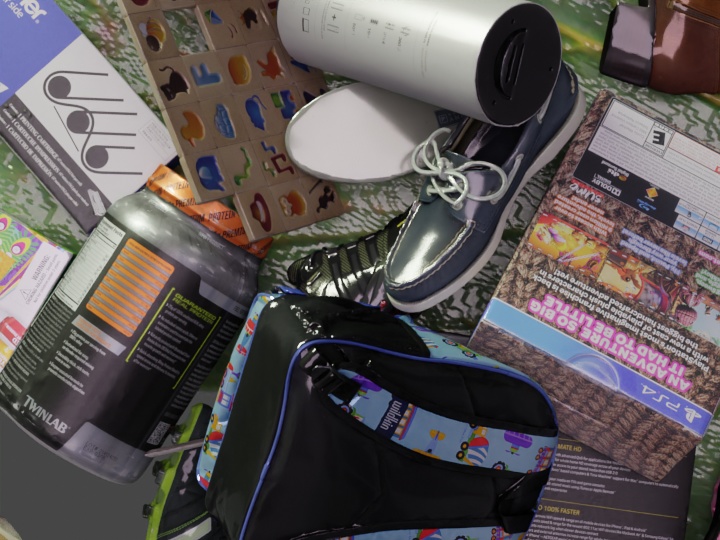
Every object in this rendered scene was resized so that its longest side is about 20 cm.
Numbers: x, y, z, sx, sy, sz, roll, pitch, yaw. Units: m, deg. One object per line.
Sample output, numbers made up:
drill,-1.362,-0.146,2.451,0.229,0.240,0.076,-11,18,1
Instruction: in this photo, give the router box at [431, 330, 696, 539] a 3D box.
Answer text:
router box,0.133,0.129,1.222,0.199,0.051,0.150,9,88,-5

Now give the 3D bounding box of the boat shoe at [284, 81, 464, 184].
boat shoe,0.044,-0.102,1.229,0.200,0.072,0.070,-13,88,-7

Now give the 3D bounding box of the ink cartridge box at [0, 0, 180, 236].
ink cartridge box,-0.224,-0.128,1.248,0.094,0.044,0.200,-42,88,-2

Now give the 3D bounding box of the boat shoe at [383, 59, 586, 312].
boat shoe,0.075,-0.063,1.147,0.200,0.062,0.075,-50,48,-8

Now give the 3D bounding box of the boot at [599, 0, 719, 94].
boot,0.285,-0.204,1.229,0.199,0.068,0.189,12,88,1

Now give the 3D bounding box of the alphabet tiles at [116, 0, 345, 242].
alphabet tiles,-0.079,-0.122,1.201,0.008,0.167,0.201,-24,87,40

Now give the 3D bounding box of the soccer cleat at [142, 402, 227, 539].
soccer cleat,-0.117,0.194,1.233,0.081,0.068,0.201,13,94,-9

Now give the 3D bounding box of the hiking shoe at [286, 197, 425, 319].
hiking shoe,0.000,0.000,1.222,0.100,0.076,0.200,27,72,23

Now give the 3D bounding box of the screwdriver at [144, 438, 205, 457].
screwdriver,-0.053,0.111,1.211,0.199,0.028,0.029,-15,65,-24

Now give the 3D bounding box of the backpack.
backpack,0.016,0.112,1.115,0.199,0.135,0.183,9,107,-24

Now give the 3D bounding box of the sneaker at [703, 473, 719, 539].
sneaker,0.264,0.180,1.177,0.079,0.096,0.200,15,58,17

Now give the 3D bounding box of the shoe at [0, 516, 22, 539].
shoe,-0.218,0.256,1.233,0.070,0.053,0.200,-35,89,10

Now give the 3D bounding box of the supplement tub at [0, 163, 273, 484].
supplement tub,-0.153,0.035,1.204,0.122,0.123,0.200,34,89,2

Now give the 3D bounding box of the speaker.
speaker,0.035,-0.154,1.146,0.200,0.081,0.081,23,89,44

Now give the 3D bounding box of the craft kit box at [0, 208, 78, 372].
craft kit box,-0.334,0.023,1.248,0.197,0.049,0.201,30,89,4

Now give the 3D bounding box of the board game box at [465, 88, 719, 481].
board game box,0.181,0.009,1.173,0.159,0.097,0.200,28,65,4
